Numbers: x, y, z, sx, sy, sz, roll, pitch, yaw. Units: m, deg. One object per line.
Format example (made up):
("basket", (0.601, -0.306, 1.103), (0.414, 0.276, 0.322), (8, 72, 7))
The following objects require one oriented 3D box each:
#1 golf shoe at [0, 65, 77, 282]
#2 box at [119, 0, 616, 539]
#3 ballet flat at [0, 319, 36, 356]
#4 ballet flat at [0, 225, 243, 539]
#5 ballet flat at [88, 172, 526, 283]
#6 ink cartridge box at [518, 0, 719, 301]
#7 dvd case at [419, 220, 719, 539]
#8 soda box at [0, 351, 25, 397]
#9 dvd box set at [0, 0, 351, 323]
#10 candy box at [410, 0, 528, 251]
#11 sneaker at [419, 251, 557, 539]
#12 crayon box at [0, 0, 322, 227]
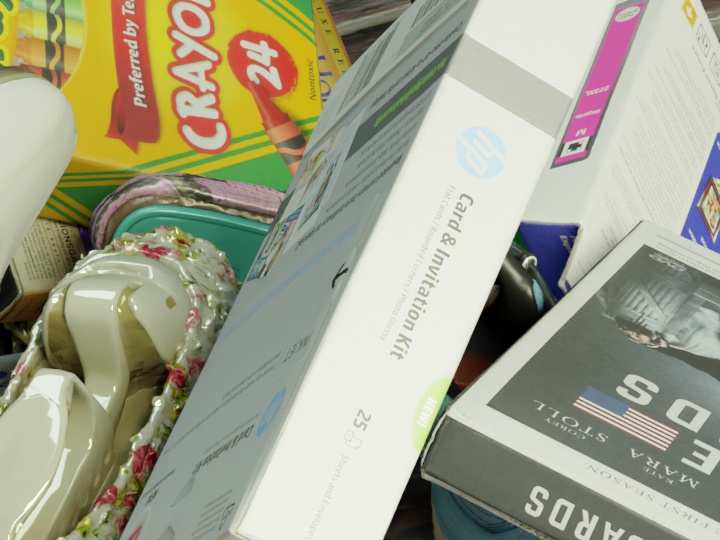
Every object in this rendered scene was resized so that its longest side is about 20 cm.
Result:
("golf shoe", (-0.146, 0.020, 0.882), (0.092, 0.073, 0.200), (25, 65, 24))
("box", (-0.004, 0.010, 0.762), (0.200, 0.041, 0.156), (-65, 11, -24))
("ballet flat", (-0.190, 0.044, 1.066), (0.200, 0.067, 0.046), (-23, -1, -4))
("ballet flat", (-0.083, 0.044, 0.846), (0.076, 0.064, 0.200), (3, 45, 14))
("ballet flat", (0.000, 0.000, 0.993), (0.200, 0.069, 0.071), (15, 25, -6))
("ink cartridge box", (0.097, -0.015, 0.933), (0.037, 0.095, 0.200), (-14, 30, 26))
("dvd case", (0.116, 0.050, 0.757), (0.150, 0.025, 0.200), (26, 22, 12))
("soda box", (-0.112, 0.067, 0.937), (0.200, 0.068, 0.063), (-10, 13, 0))
("dvd box set", (-0.081, -0.056, 1.105), (0.200, 0.146, 0.029), (-7, -23, -38))
("candy box", (0.070, -0.069, 1.092), (0.077, 0.200, 0.169), (-13, 11, -3))
("sneaker", (0.039, 0.018, 0.868), (0.078, 0.090, 0.200), (-14, 32, -13))
("crayon box", (-0.111, -0.082, 1.044), (0.200, 0.127, 0.051), (11, -33, -29))
